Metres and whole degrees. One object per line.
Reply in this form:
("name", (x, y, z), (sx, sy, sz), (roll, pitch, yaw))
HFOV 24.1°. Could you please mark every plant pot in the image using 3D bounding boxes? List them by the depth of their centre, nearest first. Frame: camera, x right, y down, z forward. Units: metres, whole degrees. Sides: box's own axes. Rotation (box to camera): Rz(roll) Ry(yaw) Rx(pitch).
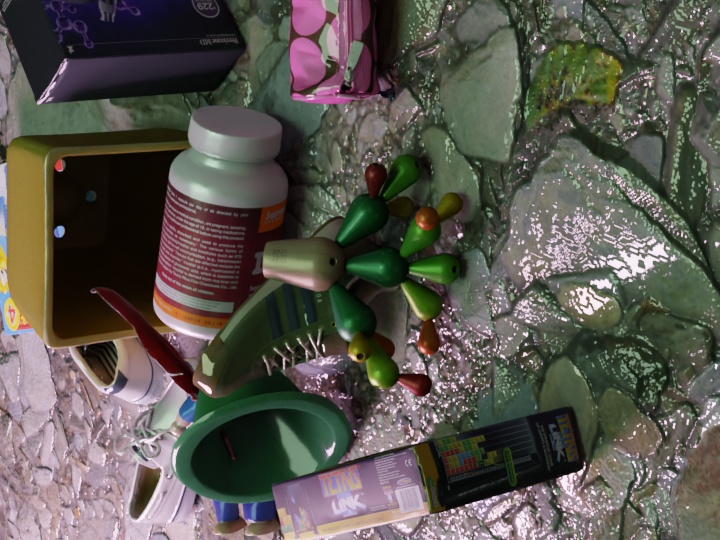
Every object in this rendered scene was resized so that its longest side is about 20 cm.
("plant pot", (-0.263, -0.052, 1.697), (0.200, 0.195, 0.195), (26, 117, 54))

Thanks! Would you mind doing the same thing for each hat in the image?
("hat", (-0.115, 0.094, 1.569), (0.165, 0.200, 0.176), (-27, 52, 11))

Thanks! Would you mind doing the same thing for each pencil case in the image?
("pencil case", (-0.020, -0.242, 1.427), (0.094, 0.090, 0.201), (-112, 19, -79))

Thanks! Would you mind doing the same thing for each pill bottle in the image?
("pill bottle", (-0.129, -0.046, 1.579), (0.113, 0.113, 0.201), (33, 123, 43))

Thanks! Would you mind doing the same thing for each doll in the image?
("doll", (-0.128, 0.158, 1.664), (0.136, 0.048, 0.201), (-2, 93, 29))

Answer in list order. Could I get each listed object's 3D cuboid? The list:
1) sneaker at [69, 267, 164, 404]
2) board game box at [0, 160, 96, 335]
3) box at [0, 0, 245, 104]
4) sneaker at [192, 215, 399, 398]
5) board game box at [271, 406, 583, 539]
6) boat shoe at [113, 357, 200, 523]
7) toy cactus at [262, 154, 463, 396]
("sneaker", (-0.275, 0.057, 1.740), (0.073, 0.071, 0.200), (-52, 55, 9))
("board game box", (-0.347, -0.032, 1.901), (0.200, 0.056, 0.197), (-9, 90, 52))
("box", (-0.229, -0.240, 1.595), (0.079, 0.200, 0.142), (-41, 66, 47))
("sneaker", (-0.048, 0.047, 1.457), (0.090, 0.200, 0.067), (37, 162, 19))
("board game box", (0.052, 0.165, 1.354), (0.200, 0.165, 0.057), (-23, 81, 51))
("boat shoe", (-0.210, 0.180, 1.744), (0.075, 0.086, 0.202), (51, 134, 42))
("toy cactus", (0.000, 0.000, 1.404), (0.164, 0.102, 0.201), (4, 90, 8))
